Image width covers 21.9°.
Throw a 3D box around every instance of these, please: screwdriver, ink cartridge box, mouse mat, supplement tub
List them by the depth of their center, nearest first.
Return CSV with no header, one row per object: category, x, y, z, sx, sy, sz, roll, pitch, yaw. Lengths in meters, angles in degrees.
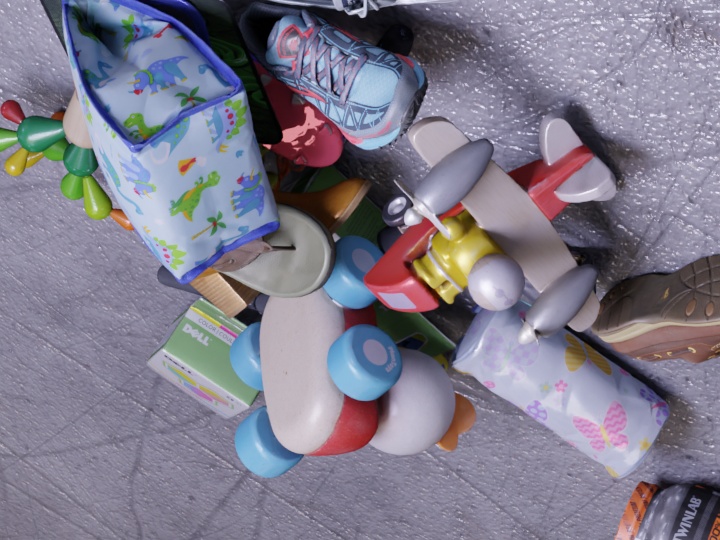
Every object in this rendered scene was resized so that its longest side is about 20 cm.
mouse mat,-0.167,-0.172,1.533,0.200,0.008,0.161,9,141,29
screwdriver,0.005,-0.137,1.560,0.029,0.028,0.200,53,147,20
ink cartridge box,0.000,0.000,1.706,0.200,0.059,0.104,42,143,-15
supplement tub,0.339,0.273,1.729,0.200,0.123,0.123,18,143,17
ink cartridge box,-0.145,0.090,1.857,0.104,0.059,0.200,34,166,-6

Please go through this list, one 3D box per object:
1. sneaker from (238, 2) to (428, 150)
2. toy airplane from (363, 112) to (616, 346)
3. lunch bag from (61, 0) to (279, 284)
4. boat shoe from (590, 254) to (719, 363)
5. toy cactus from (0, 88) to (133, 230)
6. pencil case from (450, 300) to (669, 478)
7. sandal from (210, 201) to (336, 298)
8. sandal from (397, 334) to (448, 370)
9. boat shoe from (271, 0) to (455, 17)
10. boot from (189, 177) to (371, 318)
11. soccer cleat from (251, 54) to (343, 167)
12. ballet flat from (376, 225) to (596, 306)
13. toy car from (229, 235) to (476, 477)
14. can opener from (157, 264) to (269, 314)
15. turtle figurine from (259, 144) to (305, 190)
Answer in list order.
sneaker,-0.031,-0.156,1.448,0.095,0.079,0.200,23,-175,-41
toy airplane,0.116,-0.028,1.474,0.200,0.141,0.199,8,132,-9
lunch bag,-0.163,-0.120,1.484,0.200,0.127,0.170,45,159,37
boat shoe,0.280,0.037,1.537,0.068,0.072,0.200,42,150,-23
toy cactus,-0.247,-0.121,1.713,0.200,0.102,0.165,23,148,0
pencil case,0.178,0.104,1.676,0.200,0.083,0.091,33,121,-4
sandal,-0.115,-0.028,1.554,0.201,0.057,0.080,20,108,17
sandal,0.004,0.113,1.820,0.079,0.087,0.200,47,140,-18
boat shoe,-0.003,-0.223,1.425,0.201,0.072,0.070,10,140,28
boot,-0.101,-0.059,1.601,0.201,0.071,0.144,-38,97,30
soccer cleat,-0.093,-0.164,1.573,0.200,0.076,0.067,35,118,-10
ballet flat,0.110,-0.020,1.597,0.200,0.073,0.073,20,144,16
toy car,0.015,0.095,1.662,0.200,0.177,0.184,17,139,-31
can opener,-0.112,0.010,1.795,0.200,0.053,0.067,14,177,23
turtle figurine,-0.118,-0.117,1.651,0.161,0.064,0.200,43,126,-11
